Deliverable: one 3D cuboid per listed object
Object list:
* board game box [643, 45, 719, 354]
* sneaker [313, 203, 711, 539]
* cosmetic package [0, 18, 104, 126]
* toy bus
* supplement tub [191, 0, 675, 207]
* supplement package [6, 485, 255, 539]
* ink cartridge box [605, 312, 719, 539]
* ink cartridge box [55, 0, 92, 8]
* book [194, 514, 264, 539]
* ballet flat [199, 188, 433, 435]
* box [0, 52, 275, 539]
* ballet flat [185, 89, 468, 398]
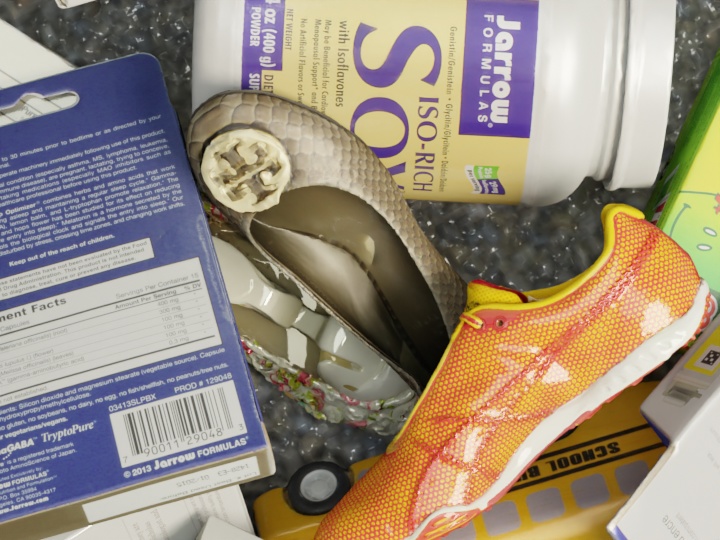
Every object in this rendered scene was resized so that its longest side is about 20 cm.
[{"bbox_3d":[0.173,-0.061,1.017,0.047,0.102,0.201,25,89,0],"label":"board game box"},{"bbox_3d":[0.052,0.050,0.949,0.200,0.073,0.077,-42,91,3],"label":"sneaker"},{"bbox_3d":[-0.202,-0.021,1.026,0.103,0.087,0.201,33,90,1],"label":"cosmetic package"},{"bbox_3d":[0.057,0.113,1.016,0.199,0.065,0.079,-17,48,0],"label":"toy bus"},{"bbox_3d":[0.031,-0.102,0.998,0.199,0.145,0.146,3,89,1],"label":"supplement tub"},{"bbox_3d":[-0.159,0.118,0.969,0.200,0.118,0.117,-33,57,-14],"label":"supplement package"},{"bbox_3d":[0.205,0.096,0.981,0.200,0.047,0.198,-45,118,-14],"label":"ink cartridge box"},{"bbox_3d":[-0.082,-0.223,0.941,0.145,0.088,0.201,-17,55,0],"label":"ink cartridge box"},{"bbox_3d":[0.005,0.197,0.909,0.199,0.048,0.134,25,50,-5],"label":"book"},{"bbox_3d":[-0.030,0.022,1.036,0.199,0.064,0.076,25,88,0],"label":"ballet flat"},{"bbox_3d":[-0.117,0.008,0.939,0.121,0.032,0.201,-15,61,-3],"label":"box"},{"bbox_3d":[0.000,0.000,0.962,0.067,0.046,0.200,-26,125,28],"label":"ballet flat"}]
